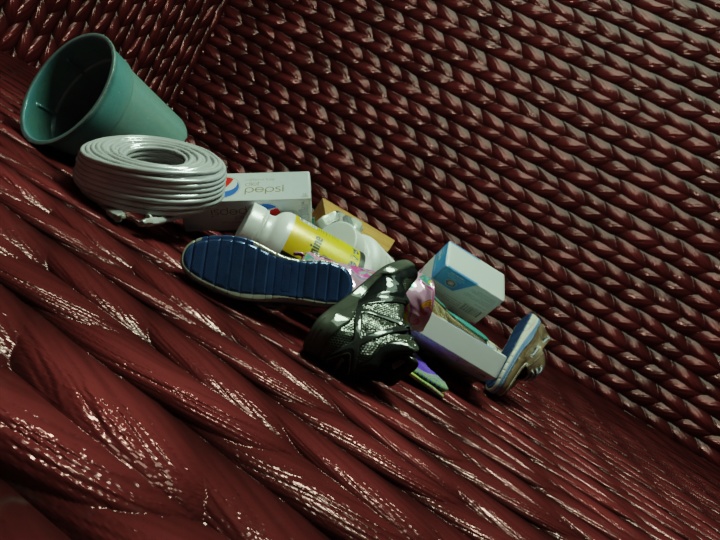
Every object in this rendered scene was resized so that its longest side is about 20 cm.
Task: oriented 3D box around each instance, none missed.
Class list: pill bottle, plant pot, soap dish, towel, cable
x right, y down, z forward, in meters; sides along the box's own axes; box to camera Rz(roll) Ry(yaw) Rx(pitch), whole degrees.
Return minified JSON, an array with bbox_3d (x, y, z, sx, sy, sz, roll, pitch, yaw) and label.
[{"bbox_3d":[-0.092,-0.017,0.893,0.200,0.113,0.112,29,5,-16],"label":"pill bottle"},{"bbox_3d":[-0.410,-0.249,0.990,0.200,0.200,0.196,33,-2,34],"label":"plant pot"},{"bbox_3d":[-0.043,-0.048,1.355,0.200,0.157,0.081,29,21,-18],"label":"soap dish"},{"bbox_3d":[0.047,0.109,0.880,0.144,0.023,0.200,38,2,-16],"label":"towel"},{"bbox_3d":[0.000,0.000,1.065,0.114,0.114,0.200,34,-6,39],"label":"pill bottle"},{"bbox_3d":[-0.287,-0.134,0.815,0.200,0.069,0.200,26,27,27],"label":"cable"}]

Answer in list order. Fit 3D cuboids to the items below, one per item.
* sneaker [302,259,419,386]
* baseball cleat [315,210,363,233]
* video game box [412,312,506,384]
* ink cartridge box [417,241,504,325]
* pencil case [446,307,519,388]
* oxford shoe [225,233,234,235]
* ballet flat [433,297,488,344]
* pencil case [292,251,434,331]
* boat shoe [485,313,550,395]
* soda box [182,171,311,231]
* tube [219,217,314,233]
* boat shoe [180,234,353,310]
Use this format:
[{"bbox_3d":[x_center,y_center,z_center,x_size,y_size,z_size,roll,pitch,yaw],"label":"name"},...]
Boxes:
[{"bbox_3d":[0.032,0.065,0.695,0.114,0.076,0.199,39,40,9],"label":"sneaker"},{"bbox_3d":[-0.061,-0.045,1.213,0.106,0.070,0.200,28,44,-7],"label":"baseball cleat"},{"bbox_3d":[0.126,0.116,0.981,0.200,0.047,0.182,31,-14,5],"label":"video game box"},{"bbox_3d":[0.176,0.056,1.220,0.144,0.200,0.085,31,40,-14],"label":"ink cartridge box"},{"bbox_3d":[0.225,0.159,1.162,0.200,0.090,0.078,31,5,-1],"label":"pencil case"},{"bbox_3d":[-0.269,-0.116,1.124,0.200,0.071,0.073,27,1,-32],"label":"oxford shoe"},{"bbox_3d":[0.145,0.093,1.088,0.200,0.065,0.071,38,2,-11],"label":"ballet flat"},{"bbox_3d":[-0.001,0.029,0.813,0.200,0.088,0.087,11,7,-7],"label":"pencil case"},{"bbox_3d":[0.300,0.163,1.088,0.072,0.200,0.072,41,-36,3],"label":"boat shoe"},{"bbox_3d":[-0.177,-0.109,0.929,0.200,0.064,0.068,-2,48,-5],"label":"soda box"},{"bbox_3d":[-0.176,-0.081,0.989,0.200,0.050,0.077,8,-18,-1],"label":"tube"},{"bbox_3d":[-0.114,0.015,0.704,0.200,0.072,0.072,15,-23,-16],"label":"boat shoe"}]
